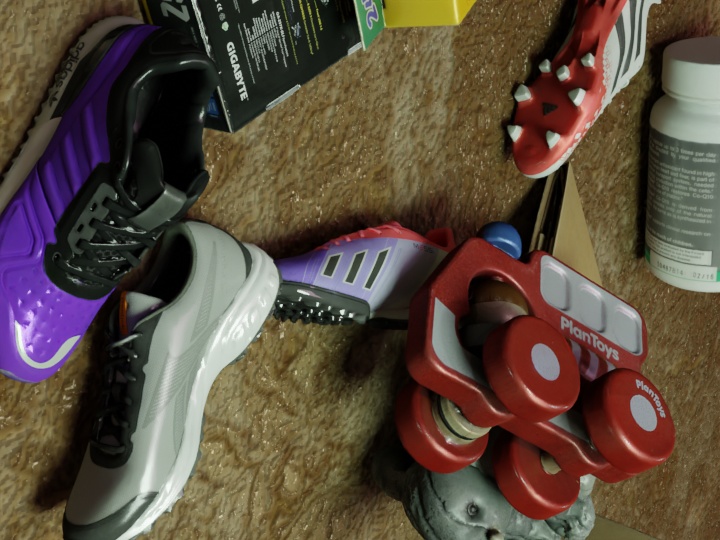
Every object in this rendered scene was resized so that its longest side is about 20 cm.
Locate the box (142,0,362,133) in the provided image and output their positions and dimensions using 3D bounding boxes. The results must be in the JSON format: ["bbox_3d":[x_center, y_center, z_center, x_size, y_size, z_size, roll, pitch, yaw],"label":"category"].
[{"bbox_3d":[-0.057,-0.200,0.727,0.160,0.049,0.201,-41,132,-35],"label":"box"}]

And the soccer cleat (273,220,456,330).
[{"bbox_3d":[0.000,0.000,0.865,0.199,0.068,0.074,7,82,-50],"label":"soccer cleat"}]

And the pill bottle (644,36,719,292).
[{"bbox_3d":[0.305,-0.093,1.136,0.113,0.113,0.201,-27,123,-41],"label":"pill bottle"}]

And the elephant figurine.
[{"bbox_3d":[0.078,0.149,0.934,0.199,0.155,0.142,8,101,-51],"label":"elephant figurine"}]

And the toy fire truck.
[{"bbox_3d":[0.114,0.056,0.873,0.199,0.112,0.169,29,46,-24],"label":"toy fire truck"}]

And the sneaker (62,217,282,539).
[{"bbox_3d":[-0.122,0.062,0.742,0.079,0.074,0.201,37,69,-39],"label":"sneaker"}]

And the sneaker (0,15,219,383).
[{"bbox_3d":[-0.129,-0.033,0.664,0.069,0.099,0.201,25,85,-48],"label":"sneaker"}]

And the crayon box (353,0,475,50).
[{"bbox_3d":[0.047,-0.229,0.781,0.200,0.051,0.126,-57,142,-49],"label":"crayon box"}]

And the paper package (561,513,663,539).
[{"bbox_3d":[0.134,0.284,1.018,0.200,0.190,0.104,-52,134,-24],"label":"paper package"}]

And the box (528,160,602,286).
[{"bbox_3d":[0.170,0.040,1.053,0.164,0.021,0.201,-71,148,-44],"label":"box"}]

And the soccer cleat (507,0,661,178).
[{"bbox_3d":[0.177,-0.152,1.003,0.085,0.068,0.201,36,72,-45],"label":"soccer cleat"}]
